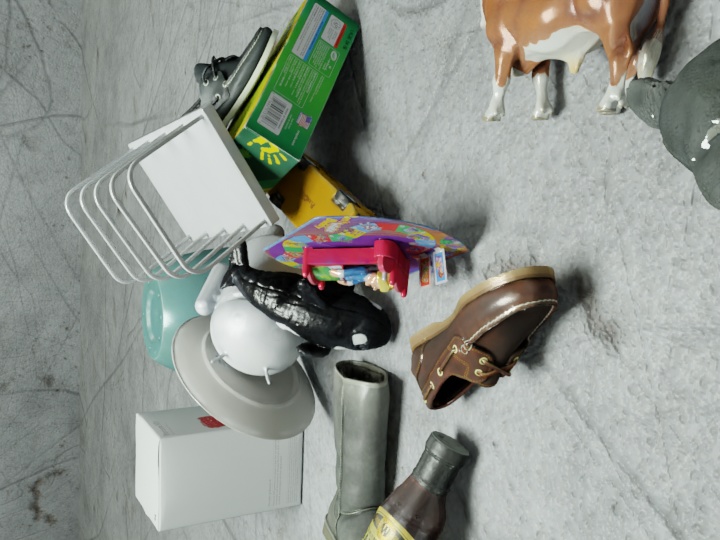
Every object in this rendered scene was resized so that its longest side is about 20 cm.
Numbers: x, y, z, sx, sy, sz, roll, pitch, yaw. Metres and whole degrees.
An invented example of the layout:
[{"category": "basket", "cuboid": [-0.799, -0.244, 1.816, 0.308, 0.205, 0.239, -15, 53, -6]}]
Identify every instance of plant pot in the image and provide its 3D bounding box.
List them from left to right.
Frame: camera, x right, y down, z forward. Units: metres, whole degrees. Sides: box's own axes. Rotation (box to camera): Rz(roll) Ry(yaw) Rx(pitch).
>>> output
[{"category": "plant pot", "cuboid": [-0.233, 0.064, 1.135, 0.200, 0.158, 0.205, 6, 97, 60]}]

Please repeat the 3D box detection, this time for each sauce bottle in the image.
[{"category": "sauce bottle", "cuboid": [0.037, 0.246, 0.709, 0.066, 0.065, 0.203, 31, 98, 56]}]

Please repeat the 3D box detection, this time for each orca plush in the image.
[{"category": "orca plush", "cuboid": [-0.057, 0.017, 0.810, 0.199, 0.105, 0.072, 35, 152, 18]}]

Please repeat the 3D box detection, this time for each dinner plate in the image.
[{"category": "dinner plate", "cuboid": [-0.136, 0.120, 0.935, 0.024, 0.198, 0.201, -54, 44, 25]}]

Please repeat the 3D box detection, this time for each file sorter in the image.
[{"category": "file sorter", "cuboid": [-0.214, -0.070, 0.836, 0.198, 0.124, 0.140, -5, 122, 51]}]

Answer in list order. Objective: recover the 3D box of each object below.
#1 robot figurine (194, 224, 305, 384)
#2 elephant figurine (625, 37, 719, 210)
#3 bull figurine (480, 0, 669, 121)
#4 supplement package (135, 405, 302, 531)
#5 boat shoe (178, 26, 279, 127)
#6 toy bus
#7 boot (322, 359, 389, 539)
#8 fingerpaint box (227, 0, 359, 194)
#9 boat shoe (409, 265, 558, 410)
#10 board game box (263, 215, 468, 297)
[{"category": "robot figurine", "cuboid": [-0.108, 0.040, 0.910, 0.114, 0.166, 0.202, 92, -167, -50]}, {"category": "elephant figurine", "cuboid": [0.243, -0.105, 0.341, 0.201, 0.154, 0.142, -58, -1, 29]}, {"category": "bull figurine", "cuboid": [0.139, -0.174, 0.561, 0.199, 0.064, 0.124, 15, 108, 62]}, {"category": "supplement package", "cuboid": [-0.190, 0.252, 1.025, 0.121, 0.197, 0.122, 13, 102, 59]}, {"category": "boat shoe", "cuboid": [-0.163, -0.203, 0.863, 0.199, 0.066, 0.075, -45, 20, 40]}, {"category": "toy bus", "cuboid": [-0.043, -0.071, 0.862, 0.065, 0.078, 0.200, -53, 39, 8]}, {"category": "boot", "cuboid": [0.013, 0.213, 0.808, 0.181, 0.072, 0.204, 23, 105, 56]}, {"category": "fingerpaint box", "cuboid": [-0.094, -0.187, 0.883, 0.166, 0.073, 0.203, -30, 34, 57]}, {"category": "boat shoe", "cuboid": [0.102, 0.062, 0.631, 0.200, 0.069, 0.072, 127, 140, -59]}, {"category": "board game box", "cuboid": [0.000, 0.000, 0.714, 0.199, 0.156, 0.040, -23, 60, 58]}]
